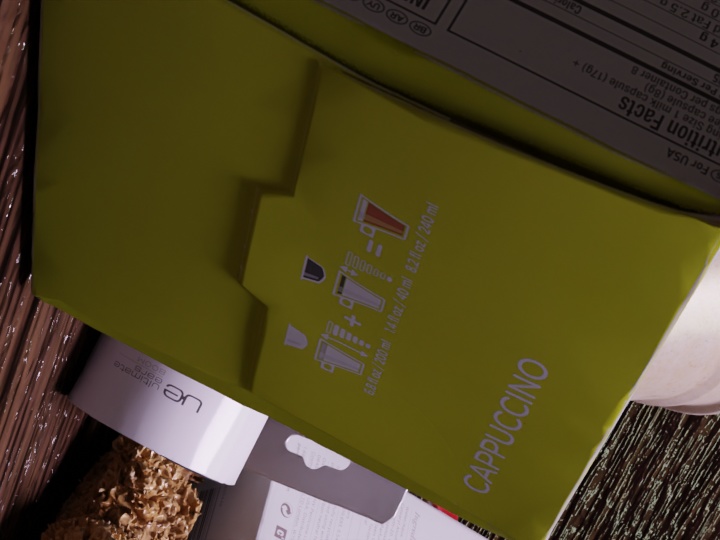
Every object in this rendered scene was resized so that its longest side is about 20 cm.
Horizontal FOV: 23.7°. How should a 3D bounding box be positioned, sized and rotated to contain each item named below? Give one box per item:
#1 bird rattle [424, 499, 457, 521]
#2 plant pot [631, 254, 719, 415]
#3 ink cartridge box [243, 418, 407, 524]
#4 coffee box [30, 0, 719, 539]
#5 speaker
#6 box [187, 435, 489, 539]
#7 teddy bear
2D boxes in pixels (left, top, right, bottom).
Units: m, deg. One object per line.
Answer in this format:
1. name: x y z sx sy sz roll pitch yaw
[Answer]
1. bird rattle: -0.008 0.065 0.958 0.112 0.202 0.162 -32 166 35
2. plant pot: 0.109 -0.006 0.912 0.182 0.201 0.202 -11 138 -36
3. ink cartridge box: 0.000 0.000 0.790 0.068 0.114 0.202 43 68 -50
4. coffee box: 0.029 -0.069 0.548 0.199 0.198 0.200 -59 172 -35
5. speaker: -0.044 -0.014 0.725 0.202 0.081 0.081 -62 174 -4
6. box: -0.015 0.174 0.913 0.124 0.199 0.098 -19 -133 46
7. teddy bear: -0.119 0.122 0.798 0.145 0.066 0.201 -53 -173 38
